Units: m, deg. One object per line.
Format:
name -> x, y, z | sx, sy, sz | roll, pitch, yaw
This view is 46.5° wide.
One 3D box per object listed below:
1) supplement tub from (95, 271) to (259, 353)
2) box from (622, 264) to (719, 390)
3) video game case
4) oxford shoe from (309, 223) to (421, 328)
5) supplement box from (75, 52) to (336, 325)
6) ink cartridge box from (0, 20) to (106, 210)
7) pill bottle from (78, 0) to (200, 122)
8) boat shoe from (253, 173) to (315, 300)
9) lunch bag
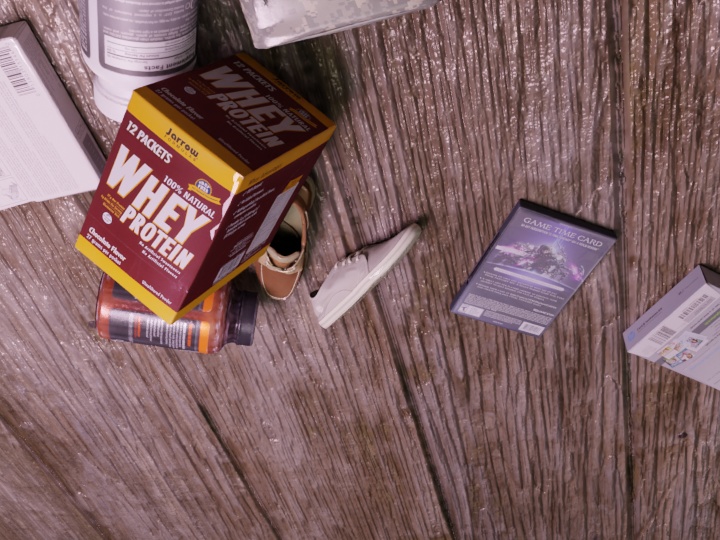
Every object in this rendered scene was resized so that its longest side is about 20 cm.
supplement tub -> -0.233, 0.050, 1.085 | 0.198, 0.108, 0.108 | 9, 133, -6
box -> 0.495, 0.088, 1.167 | 0.198, 0.041, 0.156 | 22, 130, -17
video game case -> 0.224, 0.004, 1.110 | 0.142, 0.019, 0.201 | 16, 130, -14
oxford shoe -> 0.000, 0.000, 1.084 | 0.200, 0.075, 0.058 | -42, 84, 31
supplement box -> -0.159, -0.091, 0.875 | 0.132, 0.197, 0.201 | 38, 124, 6
ink cartridge box -> -0.410, -0.164, 0.950 | 0.174, 0.045, 0.201 | -11, 131, 10
pill bottle -> -0.215, -0.251, 0.816 | 0.115, 0.117, 0.201 | 9, 133, -7
boat shoe -> -0.100, -0.034, 1.044 | 0.075, 0.074, 0.201 | 6, 133, -4
lunch bag -> -0.031, -0.309, 0.751 | 0.198, 0.140, 0.169 | -10, 116, 10
